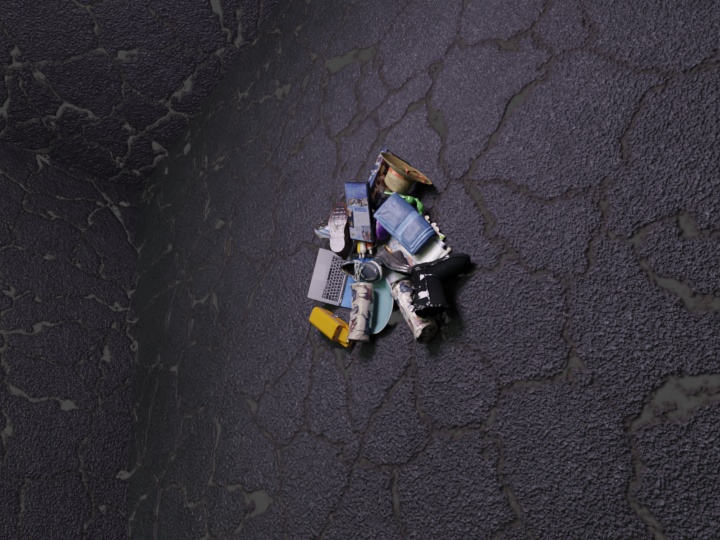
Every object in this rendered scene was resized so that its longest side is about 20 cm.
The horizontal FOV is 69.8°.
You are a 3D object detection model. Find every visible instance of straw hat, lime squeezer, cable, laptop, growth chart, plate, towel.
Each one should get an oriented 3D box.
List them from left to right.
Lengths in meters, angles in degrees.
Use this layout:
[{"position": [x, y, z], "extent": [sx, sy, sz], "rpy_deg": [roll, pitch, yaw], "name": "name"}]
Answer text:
[{"position": [-0.072, 0.028, 1.854], "extent": [0.116, 0.197, 0.190], "rpy_deg": [149, 136, -78], "name": "laptop"}, {"position": [0.015, -0.147, 1.820], "extent": [0.096, 0.050, 0.204], "rpy_deg": [-18, 80, 49], "name": "cable"}, {"position": [0.052, 0.112, 1.734], "extent": [0.199, 0.025, 0.204], "rpy_deg": [-15, 71, 51], "name": "plate"}, {"position": [0.131, -0.302, 1.707], "extent": [0.086, 0.199, 0.202], "rpy_deg": [-58, 42, 22], "name": "straw hat"}, {"position": [0.140, -0.151, 1.645], "extent": [0.112, 0.048, 0.200], "rpy_deg": [-46, 66, 9], "name": "towel"}, {"position": [0.164, -0.208, 1.691], "extent": [0.071, 0.038, 0.201], "rpy_deg": [-45, 68, 15], "name": "lime squeezer"}, {"position": [0.201, -0.085, 1.648], "extent": [0.145, 0.018, 0.201], "rpy_deg": [-44, 52, 9], "name": "growth chart"}]

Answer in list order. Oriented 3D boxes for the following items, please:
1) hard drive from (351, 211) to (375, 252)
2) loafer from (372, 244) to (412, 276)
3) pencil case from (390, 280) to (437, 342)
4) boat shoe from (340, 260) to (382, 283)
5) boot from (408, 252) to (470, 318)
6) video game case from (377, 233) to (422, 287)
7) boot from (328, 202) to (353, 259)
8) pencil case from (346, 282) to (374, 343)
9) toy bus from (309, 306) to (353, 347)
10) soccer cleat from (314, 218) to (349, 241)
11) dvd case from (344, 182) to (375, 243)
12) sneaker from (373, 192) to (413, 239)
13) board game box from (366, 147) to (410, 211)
[{"position": [-0.025, -0.173, 1.947], "extent": [0.201, 0.026, 0.132], "rpy_deg": [-57, 43, 13], "name": "hard drive"}, {"position": [0.114, -0.033, 1.671], "extent": [0.199, 0.072, 0.073], "rpy_deg": [24, 92, 49], "name": "loafer"}, {"position": [0.161, 0.124, 1.570], "extent": [0.078, 0.088, 0.201], "rpy_deg": [-59, 41, 33], "name": "pencil case"}, {"position": [0.000, 0.000, 1.745], "extent": [0.199, 0.061, 0.076], "rpy_deg": [20, 117, 55], "name": "boat shoe"}, {"position": [0.232, 0.045, 1.498], "extent": [0.195, 0.074, 0.164], "rpy_deg": [-14, 50, 17], "name": "boot"}, {"position": [0.133, -0.065, 1.736], "extent": [0.181, 0.023, 0.203], "rpy_deg": [-31, 54, 35], "name": "video game case"}, {"position": [-0.069, -0.138, 1.850], "extent": [0.073, 0.097, 0.203], "rpy_deg": [-2, 66, 15], "name": "boot"}, {"position": [-0.002, 0.142, 1.712], "extent": [0.089, 0.077, 0.204], "rpy_deg": [-1, 81, 43], "name": "pencil case"}, {"position": [-0.097, 0.201, 1.833], "extent": [0.199, 0.078, 0.066], "rpy_deg": [31, 97, 48], "name": "toy bus"}, {"position": [-0.075, -0.158, 1.934], "extent": [0.197, 0.087, 0.070], "rpy_deg": [-8, 39, 22], "name": "soccer cleat"}, {"position": [-0.001, -0.198, 1.757], "extent": [0.142, 0.017, 0.204], "rpy_deg": [14, 113, 56], "name": "dvd case"}, {"position": [0.116, -0.188, 1.743], "extent": [0.088, 0.080, 0.202], "rpy_deg": [26, 79, 43], "name": "sneaker"}, {"position": [0.086, -0.304, 1.800], "extent": [0.034, 0.134, 0.203], "rpy_deg": [25, 94, 48], "name": "board game box"}]
